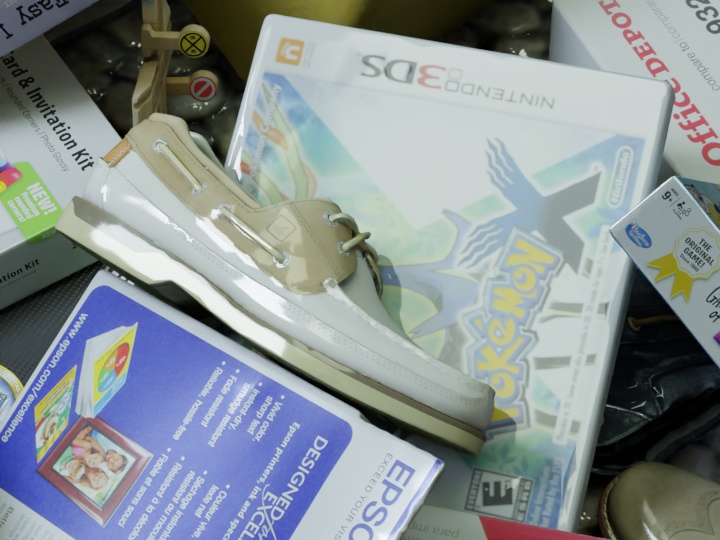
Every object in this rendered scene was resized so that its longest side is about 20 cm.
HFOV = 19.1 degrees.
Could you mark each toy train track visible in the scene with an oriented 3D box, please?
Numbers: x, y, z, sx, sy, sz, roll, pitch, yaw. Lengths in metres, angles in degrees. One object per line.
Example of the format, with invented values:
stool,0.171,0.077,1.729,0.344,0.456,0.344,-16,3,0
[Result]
toy train track,-0.086,-0.134,1.003,0.032,0.200,0.115,1,31,2

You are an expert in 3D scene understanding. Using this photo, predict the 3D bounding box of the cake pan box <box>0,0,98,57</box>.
cake pan box,-0.202,-0.168,0.989,0.184,0.052,0.200,-28,48,9

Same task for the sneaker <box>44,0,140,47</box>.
sneaker,-0.186,-0.142,1.086,0.070,0.082,0.200,34,62,26

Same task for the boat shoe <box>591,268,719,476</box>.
boat shoe,0.068,0.056,0.924,0.200,0.071,0.091,-23,56,-13

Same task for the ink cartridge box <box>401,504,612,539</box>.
ink cartridge box,0.027,0.196,0.809,0.145,0.083,0.200,10,54,11

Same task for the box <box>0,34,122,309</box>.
box,-0.215,-0.035,0.977,0.200,0.041,0.156,-27,54,-17

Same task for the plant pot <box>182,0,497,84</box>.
plant pot,0.004,-0.221,1.018,0.194,0.200,0.196,-37,85,-24

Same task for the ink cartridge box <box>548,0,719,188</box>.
ink cartridge box,0.208,-0.089,1.018,0.200,0.084,0.145,-21,55,-13

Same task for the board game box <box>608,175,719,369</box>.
board game box,0.185,0.051,0.845,0.034,0.134,0.200,-41,79,14

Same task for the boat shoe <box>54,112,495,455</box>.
boat shoe,-0.026,0.002,0.853,0.200,0.075,0.068,30,83,15

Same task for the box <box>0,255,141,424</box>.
box,-0.181,0.019,0.985,0.160,0.044,0.200,22,57,21

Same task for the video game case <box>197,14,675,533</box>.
video game case,0.022,0.001,0.894,0.182,0.022,0.200,11,78,15

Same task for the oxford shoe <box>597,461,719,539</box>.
oxford shoe,0.181,0.130,0.856,0.200,0.075,0.070,34,61,26

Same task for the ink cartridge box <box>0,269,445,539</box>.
ink cartridge box,-0.082,0.123,0.830,0.200,0.047,0.198,27,81,36
